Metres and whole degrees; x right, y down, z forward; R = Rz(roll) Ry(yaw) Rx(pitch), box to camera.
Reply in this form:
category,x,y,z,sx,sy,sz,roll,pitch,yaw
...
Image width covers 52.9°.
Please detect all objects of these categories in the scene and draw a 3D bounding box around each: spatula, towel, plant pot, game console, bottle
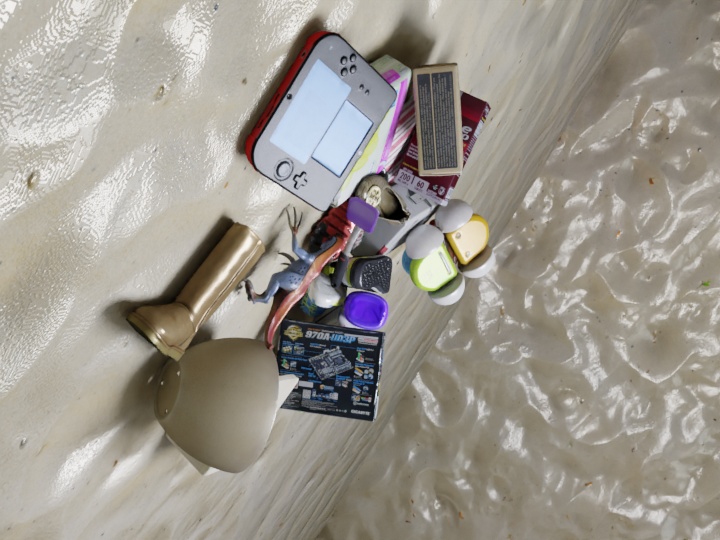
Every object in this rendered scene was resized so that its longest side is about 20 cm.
category,x,y,z,sx,sy,sz,roll,pitch,yaw
spatula,-0.019,-0.041,1.213,0.021,0.056,0.202,-45,164,-49
towel,0.055,-0.225,1.349,0.146,0.030,0.202,-45,160,-27
plant pot,-0.229,0.189,1.081,0.132,0.201,0.203,20,108,-34
game console,-0.049,-0.195,0.966,0.176,0.031,0.202,29,96,-45
bottle,0.007,0.074,1.390,0.200,0.081,0.067,162,-57,-86

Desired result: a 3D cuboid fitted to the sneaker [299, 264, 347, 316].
category,x,y,z,sx,sy,sz,roll,pitch,yaw
sneaker,-0.075,0.057,1.378,0.106,0.075,0.200,-52,177,15

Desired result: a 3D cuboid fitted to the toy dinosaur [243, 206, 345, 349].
category,x,y,z,sx,sy,sz,roll,pitch,yaw
toy dinosaur,-0.096,0.011,1.161,0.177,0.204,0.105,-16,168,-15

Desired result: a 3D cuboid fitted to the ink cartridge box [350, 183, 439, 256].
category,x,y,z,sx,sy,sz,roll,pitch,yaw
ink cartridge box,0.069,-0.105,1.460,0.147,0.083,0.199,-47,172,35

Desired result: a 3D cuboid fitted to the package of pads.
category,x,y,z,sx,sy,sz,roll,pitch,yaw
package of pads,-0.003,-0.213,1.126,0.154,0.068,0.202,-43,159,-40

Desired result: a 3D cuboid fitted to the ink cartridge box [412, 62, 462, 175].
category,x,y,z,sx,sy,sz,roll,pitch,yaw
ink cartridge box,0.132,-0.256,1.204,0.200,0.073,0.169,-64,151,-72

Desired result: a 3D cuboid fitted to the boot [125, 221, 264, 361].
category,x,y,z,sx,sy,sz,roll,pitch,yaw
boot,-0.215,0.016,0.968,0.201,0.066,0.175,-52,176,-12

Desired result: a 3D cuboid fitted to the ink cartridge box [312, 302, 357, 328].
category,x,y,z,sx,sy,sz,roll,pitch,yaw
ink cartridge box,-0.033,0.152,1.464,0.083,0.148,0.200,-31,-170,10

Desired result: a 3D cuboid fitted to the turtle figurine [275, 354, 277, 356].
category,x,y,z,sx,sy,sz,roll,pitch,yaw
turtle figurine,-0.142,0.240,1.466,0.140,0.203,0.195,-9,149,-19

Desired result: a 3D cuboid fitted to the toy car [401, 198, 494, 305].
category,x,y,z,sx,sy,sz,roll,pitch,yaw
toy car,0.167,-0.046,1.500,0.199,0.149,0.177,-40,120,-14

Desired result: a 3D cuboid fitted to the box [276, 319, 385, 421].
category,x,y,z,sx,sy,sz,roll,pitch,yaw
box,-0.059,0.181,1.326,0.046,0.195,0.163,34,62,-84

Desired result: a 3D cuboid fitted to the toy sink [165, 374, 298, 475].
category,x,y,z,sx,sy,sz,roll,pitch,yaw
toy sink,-0.223,0.234,1.262,0.202,0.112,0.130,-54,164,8

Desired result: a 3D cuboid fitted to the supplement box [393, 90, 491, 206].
category,x,y,z,sx,sy,sz,roll,pitch,yaw
supplement box,0.153,-0.236,1.353,0.204,0.107,0.061,-66,166,8

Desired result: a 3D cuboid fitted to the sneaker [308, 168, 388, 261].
category,x,y,z,sx,sy,sz,roll,pitch,yaw
sneaker,-0.015,-0.100,1.303,0.202,0.070,0.098,-55,164,2

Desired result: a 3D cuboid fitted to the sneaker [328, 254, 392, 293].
category,x,y,z,sx,sy,sz,roll,pitch,yaw
sneaker,0.000,0.000,1.358,0.199,0.081,0.074,15,83,-67

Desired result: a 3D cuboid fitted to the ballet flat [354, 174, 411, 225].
category,x,y,z,sx,sy,sz,roll,pitch,yaw
ballet flat,0.043,-0.112,1.237,0.068,0.046,0.199,-57,158,3
